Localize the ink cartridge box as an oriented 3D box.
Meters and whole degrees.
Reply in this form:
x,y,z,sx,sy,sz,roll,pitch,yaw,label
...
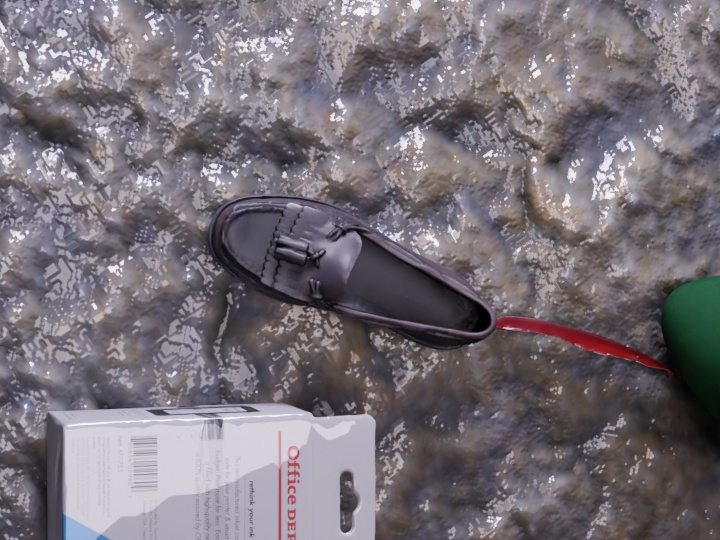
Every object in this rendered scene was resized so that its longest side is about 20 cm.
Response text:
x,y,z,sx,sy,sz,roll,pitch,yaw,label
-0.094,0.146,1.012,0.199,0.068,0.117,0,92,-20,ink cartridge box

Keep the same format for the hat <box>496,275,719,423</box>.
x,y,z,sx,sy,sz,roll,pitch,yaw,label
0.229,0.037,1.153,0.166,0.175,0.200,-62,146,-10,hat

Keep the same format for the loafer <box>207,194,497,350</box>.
x,y,z,sx,sy,sz,roll,pitch,yaw,label
0.000,0.000,1.043,0.199,0.063,0.072,21,85,-19,loafer
